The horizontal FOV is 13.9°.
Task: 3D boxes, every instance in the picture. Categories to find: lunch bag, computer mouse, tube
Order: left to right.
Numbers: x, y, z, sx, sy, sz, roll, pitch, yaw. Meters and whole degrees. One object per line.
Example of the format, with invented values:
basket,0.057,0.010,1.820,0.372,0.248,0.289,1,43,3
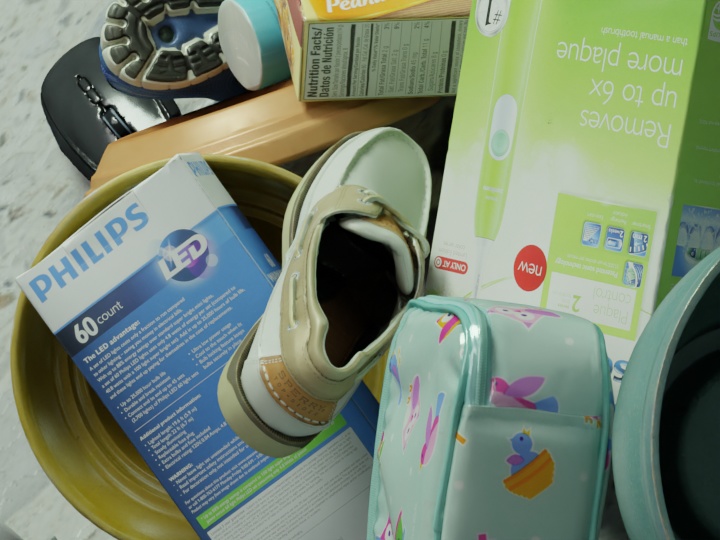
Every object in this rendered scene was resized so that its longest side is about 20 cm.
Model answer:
computer mouse,-0.126,-0.109,1.752,0.140,0.046,0.200,-39,37,6
tube,0.021,-0.151,1.602,0.199,0.051,0.077,-20,39,-22
lunch bag,0.045,0.112,1.256,0.160,0.077,0.202,-166,84,-77

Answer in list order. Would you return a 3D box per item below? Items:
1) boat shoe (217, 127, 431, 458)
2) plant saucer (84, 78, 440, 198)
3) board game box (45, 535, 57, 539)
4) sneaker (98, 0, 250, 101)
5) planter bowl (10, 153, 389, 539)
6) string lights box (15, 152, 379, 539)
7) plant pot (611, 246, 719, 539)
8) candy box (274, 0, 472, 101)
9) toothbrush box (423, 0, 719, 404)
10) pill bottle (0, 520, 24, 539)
boat shoe,0.000,0.000,1.368,0.068,0.075,0.201,-38,23,42
plant saucer,-0.055,-0.075,1.567,0.199,0.038,0.200,-19,5,2
board game box,-0.188,0.238,1.399,0.200,0.135,0.034,-36,4,10
sneaker,-0.056,-0.141,1.652,0.199,0.079,0.089,-13,-6,-18
planter bowl,-0.070,0.041,1.484,0.200,0.201,0.083,-37,-1,7
string lights box,-0.063,0.054,1.412,0.103,0.201,0.059,-36,-2,8
plant pot,0.183,0.074,1.186,0.201,0.200,0.134,-54,11,-15
candy box,0.058,-0.143,1.519,0.198,0.056,0.116,-3,39,-9
toothbrush box,0.115,-0.033,1.346,0.145,0.086,0.202,14,97,47
pill bottle,-0.250,0.206,1.502,0.200,0.113,0.113,-52,37,-12
